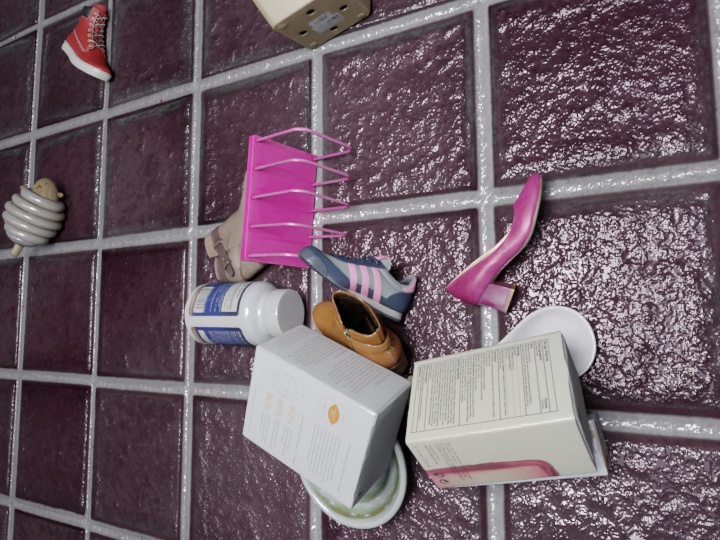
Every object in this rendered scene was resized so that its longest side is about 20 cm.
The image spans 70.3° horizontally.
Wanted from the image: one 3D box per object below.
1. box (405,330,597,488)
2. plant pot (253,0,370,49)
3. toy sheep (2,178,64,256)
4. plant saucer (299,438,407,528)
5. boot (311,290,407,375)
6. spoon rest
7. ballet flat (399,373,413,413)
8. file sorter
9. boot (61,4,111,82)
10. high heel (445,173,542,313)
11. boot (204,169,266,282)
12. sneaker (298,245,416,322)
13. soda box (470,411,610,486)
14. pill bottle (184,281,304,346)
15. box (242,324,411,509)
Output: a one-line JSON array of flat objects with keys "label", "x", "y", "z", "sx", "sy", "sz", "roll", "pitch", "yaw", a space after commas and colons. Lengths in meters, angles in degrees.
[{"label": "box", "x": 0.169, "y": 0.175, "z": 0.631, "sx": 0.197, "sy": 0.110, "sz": 0.129, "roll": -17, "pitch": 33, "yaw": 25}, {"label": "plant pot", "x": -0.089, "y": -0.502, "z": 0.858, "sx": 0.197, "sy": 0.199, "sz": 0.180, "roll": -19, "pitch": 87, "yaw": 25}, {"label": "toy sheep", "x": -0.786, "y": -0.127, "z": 1.227, "sx": 0.137, "sy": 0.137, "sz": 0.203, "roll": 26, "pitch": 94, "yaw": 27}, {"label": "plant saucer", "x": -0.010, "y": 0.294, "z": 0.802, "sx": 0.197, "sy": 0.050, "sz": 0.204, "roll": 4, "pitch": 97, "yaw": 30}, {"label": "boot", "x": -0.022, "y": 0.078, "z": 0.767, "sx": 0.077, "sy": 0.156, "sz": 0.199, "roll": -46, "pitch": 56, "yaw": -9}, {"label": "spoon rest", "x": 0.218, "y": 0.117, "z": 0.700, "sx": 0.198, "sy": 0.060, "sz": 0.101, "roll": -25, "pitch": 74, "yaw": 25}, {"label": "ballet flat", "x": 0.009, "y": 0.197, "z": 0.805, "sx": 0.197, "sy": 0.057, "sz": 0.068, "roll": -9, "pitch": 72, "yaw": 27}, {"label": "file sorter", "x": -0.096, "y": -0.111, "z": 0.831, "sx": 0.124, "sy": 0.138, "sz": 0.204, "roll": 0, "pitch": 85, "yaw": 43}, {"label": "boot", "x": -0.629, "y": -0.549, "z": 1.216, "sx": 0.200, "sy": 0.072, "sz": 0.145, "roll": 44, "pitch": 104, "yaw": 28}, {"label": "high heel", "x": 0.191, "y": -0.045, "z": 0.727, "sx": 0.095, "sy": 0.067, "sz": 0.203, "roll": 19, "pitch": 107, "yaw": 18}, {"label": "boot", "x": -0.231, "y": -0.079, "z": 0.957, "sx": 0.144, "sy": 0.070, "sz": 0.204, "roll": -16, "pitch": 78, "yaw": 28}, {"label": "sneaker", "x": 0.000, "y": 0.000, "z": 0.773, "sx": 0.083, "sy": 0.199, "sz": 0.070, "roll": -59, "pitch": 28, "yaw": -1}, {"label": "soda box", "x": 0.221, "y": 0.240, "z": 0.685, "sx": 0.197, "sy": 0.063, "sz": 0.069, "roll": -17, "pitch": 78, "yaw": 25}, {"label": "pill bottle", "x": -0.202, "y": 0.076, "z": 0.901, "sx": 0.197, "sy": 0.111, "sz": 0.113, "roll": -2, "pitch": 84, "yaw": 28}, {"label": "box", "x": -0.051, "y": 0.195, "z": 0.718, "sx": 0.198, "sy": 0.106, "sz": 0.155, "roll": 24, "pitch": 112, "yaw": 25}]
